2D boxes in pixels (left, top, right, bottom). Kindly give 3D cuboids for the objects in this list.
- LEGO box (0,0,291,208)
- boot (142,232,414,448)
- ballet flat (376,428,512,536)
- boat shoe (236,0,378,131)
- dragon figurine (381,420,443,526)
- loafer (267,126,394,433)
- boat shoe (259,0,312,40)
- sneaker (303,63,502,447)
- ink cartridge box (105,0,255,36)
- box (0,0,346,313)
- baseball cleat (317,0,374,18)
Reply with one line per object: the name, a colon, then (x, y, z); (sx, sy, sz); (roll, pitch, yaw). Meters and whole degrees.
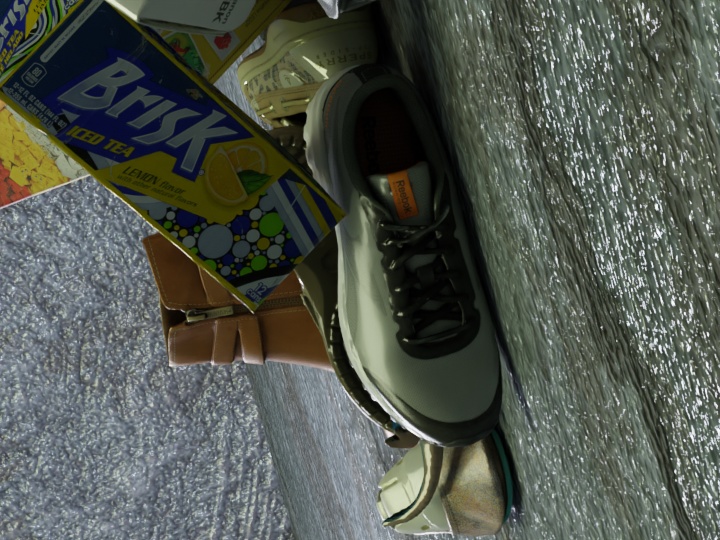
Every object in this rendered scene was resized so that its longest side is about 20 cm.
LEGO box: (-0.126, -0.130, 1.487); (0.149, 0.200, 0.077); (-17, 115, 44)
boot: (-0.040, 0.040, 1.700); (0.077, 0.155, 0.200); (-116, 11, -57)
ballet flat: (0.044, 0.127, 1.599); (0.200, 0.067, 0.068); (104, 148, -79)
boat shoe: (-0.025, -0.099, 1.565); (0.200, 0.073, 0.063); (111, 144, -80)
dragon figurine: (0.028, 0.041, 1.503); (0.200, 0.059, 0.099); (88, 167, -45)
loafer: (0.000, 0.000, 1.568); (0.067, 0.076, 0.200); (-91, -24, -70)
boat shoe: (-0.057, -0.181, 1.646); (0.200, 0.068, 0.072); (-117, 11, -60)
sneaker: (0.022, -0.008, 1.397); (0.079, 0.074, 0.200); (147, 106, -79)
ink cartridge box: (-0.117, -0.218, 1.268); (0.200, 0.147, 0.083); (35, -164, 24)
box: (-0.098, -0.067, 1.339); (0.200, 0.070, 0.064); (42, -177, -41)
baseball cleat: (-0.028, -0.183, 1.372); (0.200, 0.070, 0.107); (-110, -2, -62)
